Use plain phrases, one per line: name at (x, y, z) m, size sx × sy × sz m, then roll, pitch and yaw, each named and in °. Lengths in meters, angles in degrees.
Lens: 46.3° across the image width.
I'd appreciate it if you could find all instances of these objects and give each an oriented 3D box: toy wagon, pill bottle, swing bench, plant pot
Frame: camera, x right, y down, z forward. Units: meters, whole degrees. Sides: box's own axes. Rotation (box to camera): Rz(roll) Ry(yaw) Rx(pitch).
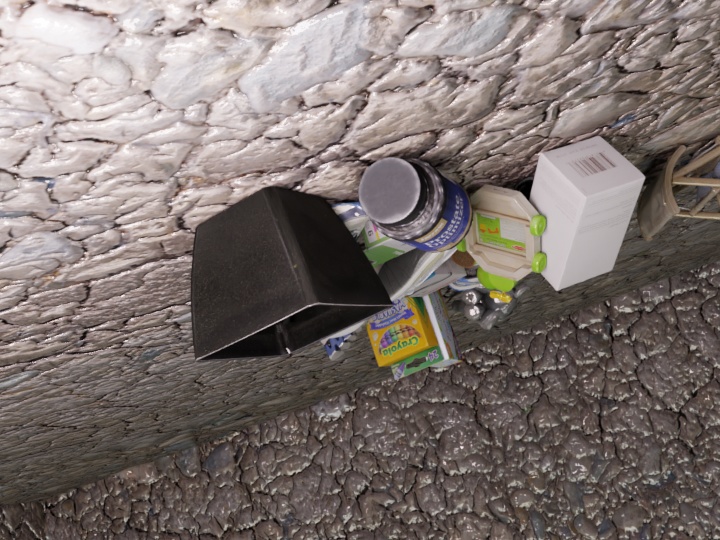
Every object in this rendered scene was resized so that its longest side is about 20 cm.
toy wagon at (0.226, -0.041, 1.358) m, size 0.155 × 0.201 × 0.040 m, roll 18°, pitch -137°, yaw 36°
pill bottle at (0.074, -0.090, 1.140) m, size 0.112 × 0.112 × 0.200 m, roll -24°, pitch 166°, yaw 20°
swing bench at (0.635, -0.159, 1.595) m, size 0.199 × 0.130 × 0.199 m, roll -13°, pitch 167°, yaw 0°
plant pot at (-0.109, 0.002, 1.115) m, size 0.199 × 0.178 × 0.200 m, roll -27°, pitch 165°, yaw 27°

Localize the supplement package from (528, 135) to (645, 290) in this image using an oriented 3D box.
supplement package at (0.340, -0.088, 1.319) m, size 0.117 × 0.117 × 0.200 m, roll -19°, pitch 139°, yaw -21°

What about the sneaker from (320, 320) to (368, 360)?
sneaker at (-0.032, 0.068, 1.683) m, size 0.200 × 0.115 × 0.081 m, roll -49°, pitch 166°, yaw -1°

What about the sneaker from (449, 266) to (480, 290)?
sneaker at (0.276, -0.011, 1.758) m, size 0.199 × 0.077 × 0.085 m, roll -20°, pitch 162°, yaw 3°

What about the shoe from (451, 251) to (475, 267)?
shoe at (0.217, -0.069, 1.545) m, size 0.053 × 0.070 × 0.200 m, roll -57°, pitch 179°, yaw -25°

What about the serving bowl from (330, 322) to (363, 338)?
serving bowl at (-0.077, 0.065, 1.456) m, size 0.199 × 0.066 × 0.200 m, roll 3°, pitch 146°, yaw 2°

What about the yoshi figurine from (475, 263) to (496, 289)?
yoshi figurine at (0.306, -0.021, 1.661) m, size 0.199 × 0.112 × 0.113 m, roll -14°, pitch 150°, yaw -3°

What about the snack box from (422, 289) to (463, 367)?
snack box at (0.152, 0.104, 1.798) m, size 0.053 × 0.201 × 0.142 m, roll -22°, pitch 166°, yaw 16°

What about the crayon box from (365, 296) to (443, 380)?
crayon box at (0.078, 0.111, 1.728) m, size 0.125 × 0.201 × 0.052 m, roll -27°, pitch 164°, yaw 28°

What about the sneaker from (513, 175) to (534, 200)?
sneaker at (0.282, -0.109, 1.444) m, size 0.099 × 0.071 × 0.200 m, roll -5°, pitch 157°, yaw -33°

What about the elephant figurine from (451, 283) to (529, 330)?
elephant figurine at (0.315, 0.068, 2.088) m, size 0.142 × 0.155 × 0.200 m, roll -64°, pitch 172°, yaw 3°

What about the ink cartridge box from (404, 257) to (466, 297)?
ink cartridge box at (0.125, 0.002, 1.646) m, size 0.116 × 0.068 × 0.200 m, roll -28°, pitch 164°, yaw 34°

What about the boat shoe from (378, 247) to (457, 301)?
boat shoe at (0.104, -0.014, 1.445) m, size 0.065 × 0.075 × 0.202 m, roll 27°, pitch 112°, yaw -42°

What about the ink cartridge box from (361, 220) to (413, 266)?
ink cartridge box at (0.064, -0.069, 1.314) m, size 0.200 × 0.059 × 0.104 m, roll -25°, pitch 165°, yaw 23°

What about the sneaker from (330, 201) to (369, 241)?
sneaker at (-0.032, -0.038, 1.255) m, size 0.077 × 0.085 × 0.200 m, roll -10°, pitch 163°, yaw -34°

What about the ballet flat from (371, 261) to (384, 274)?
ballet flat at (0.000, 0.000, 1.497) m, size 0.199 × 0.071 × 0.071 m, roll -18°, pitch 166°, yaw -2°
